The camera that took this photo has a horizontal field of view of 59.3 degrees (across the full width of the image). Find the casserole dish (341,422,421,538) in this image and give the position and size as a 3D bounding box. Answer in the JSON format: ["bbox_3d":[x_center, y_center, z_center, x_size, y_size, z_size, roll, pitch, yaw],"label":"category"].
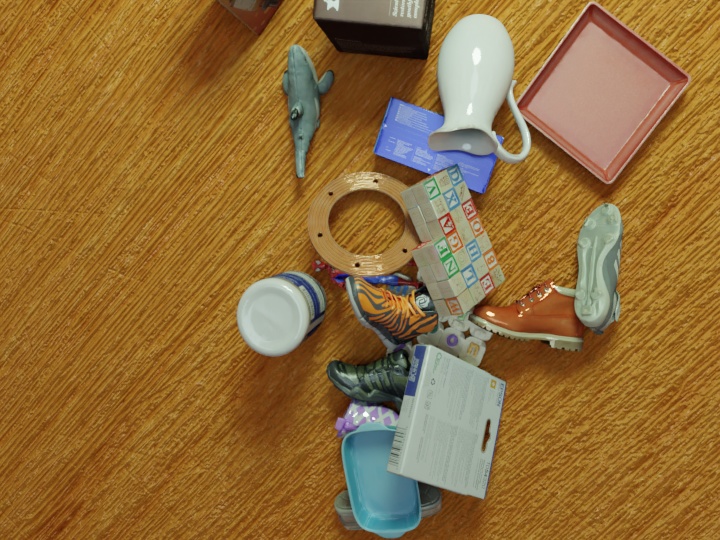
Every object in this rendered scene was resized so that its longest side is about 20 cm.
[{"bbox_3d":[0.037,0.336,1.033,0.118,0.039,0.206,-7,102,14],"label":"casserole dish"}]

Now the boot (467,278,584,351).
[{"bbox_3d":[0.272,0.063,1.029,0.194,0.075,0.111,8,94,-8],"label":"boot"}]

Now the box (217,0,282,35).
[{"bbox_3d":[-0.184,-0.488,0.984,0.106,0.200,0.153,39,100,4],"label":"box"}]

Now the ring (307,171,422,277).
[{"bbox_3d":[0.010,-0.076,1.035,0.194,0.019,0.205,1,59,-1],"label":"ring"}]

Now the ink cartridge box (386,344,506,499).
[{"bbox_3d":[0.144,0.246,1.019,0.197,0.043,0.201,28,70,-34],"label":"ink cartridge box"}]

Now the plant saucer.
[{"bbox_3d":[0.376,-0.277,1.001,0.198,0.037,0.202,38,99,4],"label":"plant saucer"}]

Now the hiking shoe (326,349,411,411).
[{"bbox_3d":[0.041,0.172,1.077,0.195,0.076,0.103,16,105,-3],"label":"hiking shoe"}]

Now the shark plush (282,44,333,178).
[{"bbox_3d":[-0.109,-0.262,1.054,0.088,0.083,0.206,14,98,7],"label":"shark plush"}]

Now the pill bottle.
[{"bbox_3d":[-0.118,0.063,1.029,0.112,0.200,0.120,1,94,9],"label":"pill bottle"}]

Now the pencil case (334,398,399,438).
[{"bbox_3d":[0.055,0.287,1.082,0.195,0.086,0.086,22,111,7],"label":"pencil case"}]

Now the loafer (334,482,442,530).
[{"bbox_3d":[0.052,0.418,1.112,0.194,0.072,0.064,-9,112,16],"label":"loafer"}]

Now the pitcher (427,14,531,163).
[{"bbox_3d":[0.195,-0.274,0.979,0.167,0.121,0.206,15,75,-18],"label":"pitcher"}]

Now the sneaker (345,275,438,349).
[{"bbox_3d":[0.057,0.049,1.003,0.110,0.200,0.079,-24,56,15],"label":"sneaker"}]

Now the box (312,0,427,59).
[{"bbox_3d":[0.031,-0.431,0.957,0.159,0.200,0.171,8,98,7],"label":"box"}]

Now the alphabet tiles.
[{"bbox_3d":[0.129,0.084,1.086,0.195,0.015,0.200,22,101,6],"label":"alphabet tiles"}]

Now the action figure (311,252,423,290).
[{"bbox_3d":[0.000,0.000,1.050,0.194,0.099,0.067,5,95,20],"label":"action figure"}]

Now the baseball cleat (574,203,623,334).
[{"bbox_3d":[0.386,0.000,1.016,0.068,0.106,0.205,5,70,41],"label":"baseball cleat"}]

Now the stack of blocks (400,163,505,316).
[{"bbox_3d":[0.137,-0.046,0.988,0.114,0.058,0.204,-30,100,-34],"label":"stack of blocks"}]

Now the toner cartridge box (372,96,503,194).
[{"bbox_3d":[0.127,-0.205,1.043,0.195,0.043,0.097,22,97,6],"label":"toner cartridge box"}]
